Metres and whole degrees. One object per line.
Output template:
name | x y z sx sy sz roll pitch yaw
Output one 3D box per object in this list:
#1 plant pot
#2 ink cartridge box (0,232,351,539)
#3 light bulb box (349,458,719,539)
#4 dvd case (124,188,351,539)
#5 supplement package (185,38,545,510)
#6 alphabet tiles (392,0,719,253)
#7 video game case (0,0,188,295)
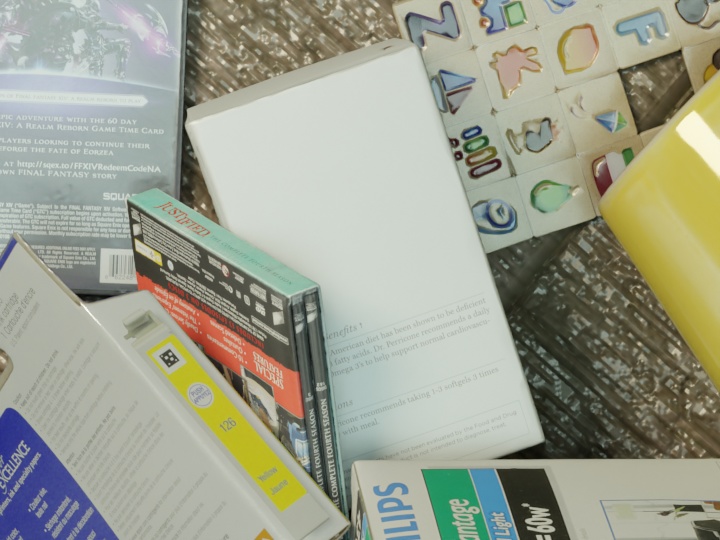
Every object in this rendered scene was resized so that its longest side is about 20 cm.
plant pot | 0.223 -0.011 1.404 0.201 0.201 0.189 -45 85 2
ink cartridge box | -0.117 0.099 1.398 0.047 0.198 0.200 -31 77 -38
light bulb box | 0.093 0.198 1.333 0.198 0.125 0.200 1 112 -7
dvd case | -0.055 0.074 1.393 0.022 0.146 0.201 -21 119 -28
supplement package | 0.000 0.000 1.427 0.116 0.117 0.201 -18 96 -1
alphabet tiles | 0.104 -0.127 1.475 0.166 0.008 0.201 -18 96 0
video game case | -0.158 -0.090 1.461 0.142 0.019 0.202 2 94 -3
